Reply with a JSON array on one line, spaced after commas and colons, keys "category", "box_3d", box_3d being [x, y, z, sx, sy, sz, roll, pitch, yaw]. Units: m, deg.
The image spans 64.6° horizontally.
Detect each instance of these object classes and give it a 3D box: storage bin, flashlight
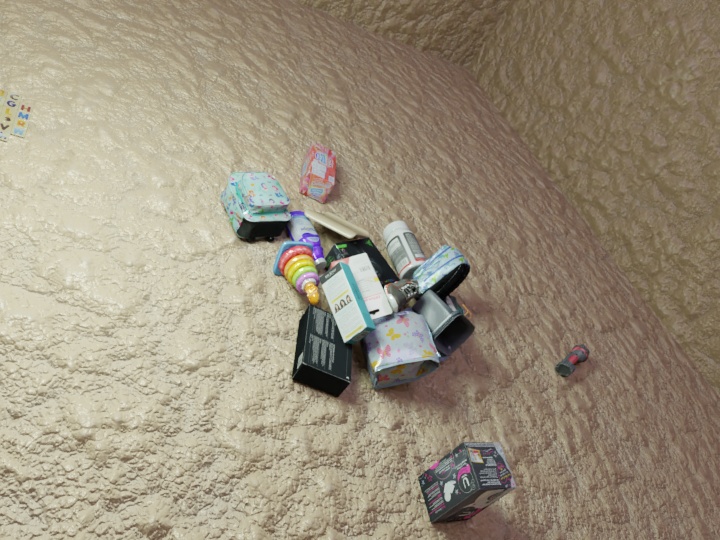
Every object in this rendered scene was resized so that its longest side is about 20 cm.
[{"category": "storage bin", "box_3d": [0.248, 0.142, 1.712, 0.135, 0.146, 0.200, 49, 6, 30]}, {"category": "flashlight", "box_3d": [0.799, 0.339, 2.132, 0.068, 0.068, 0.198, 51, 37, 13]}]

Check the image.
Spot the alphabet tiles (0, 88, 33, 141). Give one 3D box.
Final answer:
[{"category": "alphabet tiles", "box_3d": [-0.940, -0.407, 1.457, 0.163, 0.006, 0.203, 13, 44, -30]}]

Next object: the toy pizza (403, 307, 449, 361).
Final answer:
[{"category": "toy pizza", "box_3d": [0.200, 0.203, 1.785, 0.197, 0.032, 0.203, 25, 38, -21]}]

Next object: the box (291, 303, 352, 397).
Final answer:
[{"category": "box", "box_3d": [-0.095, 0.207, 1.485, 0.138, 0.079, 0.203, 23, 39, -17]}]

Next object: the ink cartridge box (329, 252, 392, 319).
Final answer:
[{"category": "ink cartridge box", "box_3d": [-0.001, 0.062, 1.603, 0.114, 0.068, 0.203, -14, 62, -20]}]

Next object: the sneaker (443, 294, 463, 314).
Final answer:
[{"category": "sneaker", "box_3d": [0.320, 0.153, 1.908, 0.090, 0.078, 0.203, 12, 46, -37]}]

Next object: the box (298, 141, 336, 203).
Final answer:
[{"category": "box", "box_3d": [-0.151, -0.347, 2.003, 0.101, 0.095, 0.203, 22, 39, -21]}]

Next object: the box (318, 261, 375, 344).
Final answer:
[{"category": "box", "box_3d": [-0.037, 0.085, 1.514, 0.049, 0.082, 0.204, 18, 43, -55]}]

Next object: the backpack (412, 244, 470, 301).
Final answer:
[{"category": "backpack", "box_3d": [0.261, 0.017, 1.847, 0.162, 0.197, 0.157, 33, 31, -53]}]

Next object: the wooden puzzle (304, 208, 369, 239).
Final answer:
[{"category": "wooden puzzle", "box_3d": [-0.074, -0.142, 1.832, 0.182, 0.038, 0.200, 27, 11, 13]}]

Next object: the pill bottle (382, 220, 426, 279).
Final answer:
[{"category": "pill bottle", "box_3d": [0.153, -0.063, 1.953, 0.112, 0.114, 0.203, 6, 47, -36]}]

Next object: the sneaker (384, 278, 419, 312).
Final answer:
[{"category": "sneaker", "box_3d": [0.124, 0.056, 1.619, 0.079, 0.080, 0.200, 63, 18, -6]}]

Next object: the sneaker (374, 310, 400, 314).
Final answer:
[{"category": "sneaker", "box_3d": [0.074, 0.131, 1.726, 0.074, 0.086, 0.199, 35, 57, 27]}]

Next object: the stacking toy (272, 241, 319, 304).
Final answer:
[{"category": "stacking toy", "box_3d": [-0.154, 0.019, 1.568, 0.107, 0.118, 0.201, 3, 36, -34]}]

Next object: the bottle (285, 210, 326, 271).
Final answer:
[{"category": "bottle", "box_3d": [-0.165, -0.090, 1.746, 0.082, 0.066, 0.203, -2, 52, -43]}]

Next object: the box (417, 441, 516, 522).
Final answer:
[{"category": "box", "box_3d": [0.253, 0.510, 1.365, 0.129, 0.201, 0.117, 11, 45, -31]}]

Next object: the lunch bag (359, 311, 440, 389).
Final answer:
[{"category": "lunch bag", "box_3d": [0.108, 0.217, 1.573, 0.194, 0.129, 0.172, -12, 52, -10]}]

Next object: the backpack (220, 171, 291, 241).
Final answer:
[{"category": "backpack", "box_3d": [-0.313, -0.206, 1.680, 0.175, 0.152, 0.202, -7, 50, -42]}]

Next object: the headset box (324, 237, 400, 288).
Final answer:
[{"category": "headset box", "box_3d": [0.000, 0.000, 1.772, 0.172, 0.093, 0.202, -11, 58, -47]}]
